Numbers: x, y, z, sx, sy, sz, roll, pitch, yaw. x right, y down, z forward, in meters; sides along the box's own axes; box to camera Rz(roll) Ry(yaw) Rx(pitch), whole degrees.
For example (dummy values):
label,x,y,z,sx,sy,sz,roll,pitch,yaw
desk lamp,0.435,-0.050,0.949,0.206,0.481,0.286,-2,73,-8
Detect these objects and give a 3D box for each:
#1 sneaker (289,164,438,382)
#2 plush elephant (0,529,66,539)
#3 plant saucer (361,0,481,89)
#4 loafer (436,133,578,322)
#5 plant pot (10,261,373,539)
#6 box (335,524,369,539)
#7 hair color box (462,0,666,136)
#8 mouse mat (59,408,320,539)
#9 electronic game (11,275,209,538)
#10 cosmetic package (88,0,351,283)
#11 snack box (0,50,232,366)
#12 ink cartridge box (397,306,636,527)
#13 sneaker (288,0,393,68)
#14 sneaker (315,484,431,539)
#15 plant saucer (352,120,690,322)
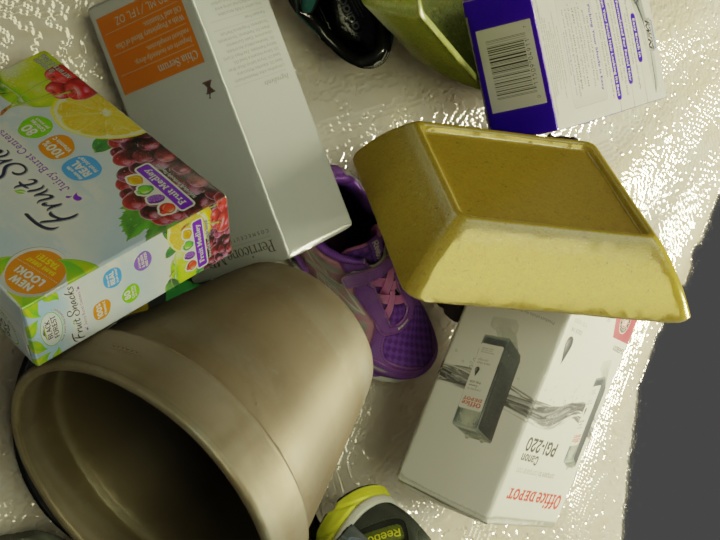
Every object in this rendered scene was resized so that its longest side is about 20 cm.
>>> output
label,x,y,z,sx,sy,sz,roll,pitch,yaw
sneaker,0.000,0.000,1.068,0.080,0.088,0.200,-42,111,-26
plush elephant,-0.219,0.248,0.903,0.200,0.155,0.165,-52,162,18
plant saucer,0.033,-0.241,1.054,0.200,0.048,0.201,25,56,-71
loafer,0.105,-0.048,1.138,0.071,0.073,0.200,33,53,13
plant pot,-0.086,0.088,0.915,0.174,0.200,0.200,-47,112,-40
box,-0.070,0.266,0.937,0.044,0.160,0.200,40,103,7
hair color box,0.163,-0.170,1.145,0.200,0.065,0.110,-20,100,-51
mouse mat,-0.107,0.181,1.013,0.161,0.008,0.200,-36,116,-26
electronic game,-0.140,0.098,1.008,0.200,0.042,0.201,1,88,-31
cosmetic package,-0.095,-0.102,0.991,0.071,0.101,0.200,-29,101,-47
snack box,-0.194,-0.045,0.894,0.142,0.200,0.053,-33,141,-27
ink cartridge box,0.122,0.084,1.090,0.146,0.085,0.200,21,93,-61
sneaker,-0.035,-0.231,1.043,0.071,0.080,0.200,-34,110,8
sneaker,-0.015,0.252,1.031,0.074,0.085,0.200,18,98,-47
plant saucer,0.110,-0.044,1.008,0.199,0.200,0.049,5,120,-15
